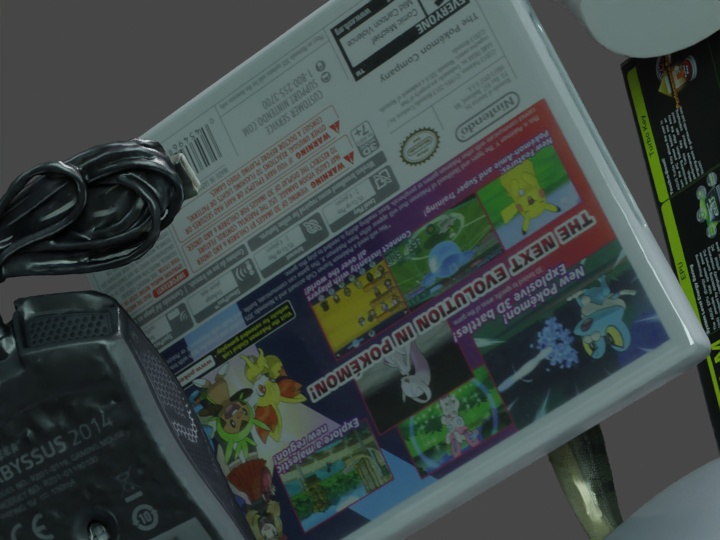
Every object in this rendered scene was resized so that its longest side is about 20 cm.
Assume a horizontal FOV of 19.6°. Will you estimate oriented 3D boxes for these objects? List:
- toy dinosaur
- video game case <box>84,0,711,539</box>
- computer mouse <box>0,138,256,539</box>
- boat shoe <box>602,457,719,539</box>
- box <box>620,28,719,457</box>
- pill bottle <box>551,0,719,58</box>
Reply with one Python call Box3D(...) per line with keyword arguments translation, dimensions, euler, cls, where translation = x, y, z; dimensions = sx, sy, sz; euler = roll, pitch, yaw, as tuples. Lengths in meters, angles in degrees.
Box3D(translation=(0.051, 0.035, 0.774), dimensions=(0.087, 0.048, 0.201), euler=(-8, 72, -12), cls="toy dinosaur")
Box3D(translation=(0.000, 0.000, 0.745), dimensions=(0.199, 0.023, 0.183), euler=(-33, 69, 19), cls="video game case")
Box3D(translation=(-0.090, 0.063, 0.718), dimensions=(0.138, 0.053, 0.201), euler=(-22, 97, 6), cls="computer mouse")
Box3D(translation=(0.087, 0.145, 0.716), dimensions=(0.200, 0.069, 0.057), euler=(-45, 107, -8), cls="boat shoe")
Box3D(translation=(0.188, -0.028, 0.730), dimensions=(0.047, 0.193, 0.201), euler=(4, 63, -35), cls="box")
Box3D(translation=(0.075, -0.175, 0.792), dimensions=(0.112, 0.113, 0.201), euler=(-22, 51, -10), cls="pill bottle")
